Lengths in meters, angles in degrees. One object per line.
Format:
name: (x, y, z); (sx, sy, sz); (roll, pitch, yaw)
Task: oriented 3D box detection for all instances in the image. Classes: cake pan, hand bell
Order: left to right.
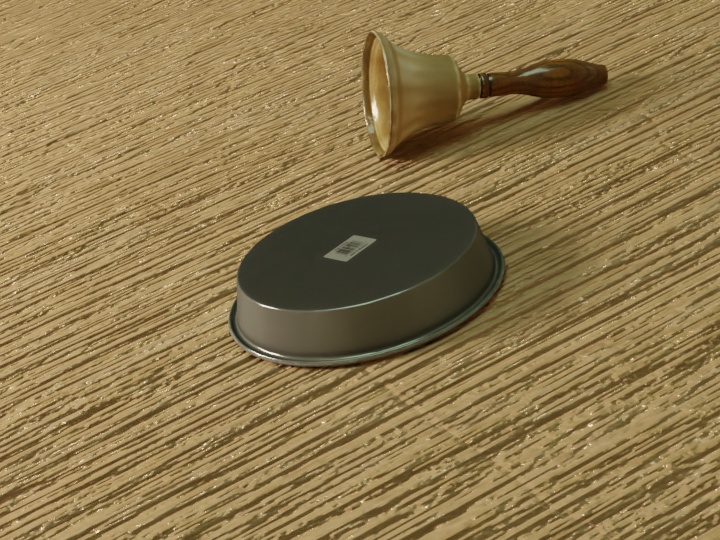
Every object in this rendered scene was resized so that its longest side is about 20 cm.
cake pan: (0.000, 0.000, 1.214); (0.200, 0.037, 0.200); (-12, 26, 6)
hand bell: (0.108, -0.155, 1.441); (0.200, 0.104, 0.104); (-6, 24, -12)
